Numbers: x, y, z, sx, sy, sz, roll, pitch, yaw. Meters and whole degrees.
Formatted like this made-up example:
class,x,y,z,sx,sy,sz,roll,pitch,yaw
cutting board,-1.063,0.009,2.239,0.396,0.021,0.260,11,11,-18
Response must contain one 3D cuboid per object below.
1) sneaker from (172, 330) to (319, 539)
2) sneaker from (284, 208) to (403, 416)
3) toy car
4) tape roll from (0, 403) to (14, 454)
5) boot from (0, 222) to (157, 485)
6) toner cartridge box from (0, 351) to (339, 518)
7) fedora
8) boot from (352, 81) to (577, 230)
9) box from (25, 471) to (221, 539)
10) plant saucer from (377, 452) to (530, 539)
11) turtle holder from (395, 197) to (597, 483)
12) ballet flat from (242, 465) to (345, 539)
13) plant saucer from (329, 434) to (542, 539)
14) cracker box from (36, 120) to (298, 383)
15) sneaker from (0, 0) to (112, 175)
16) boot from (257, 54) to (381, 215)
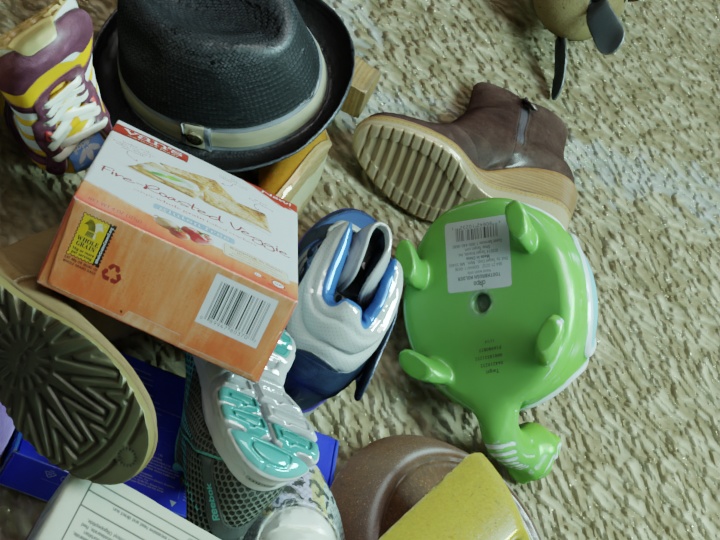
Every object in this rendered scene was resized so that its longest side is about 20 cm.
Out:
class,x,y,z,sx,sy,sz,roll,pitch,yaw
sneaker,-0.084,0.085,0.850,0.077,0.092,0.200,24,21,-18
sneaker,0.000,0.000,0.976,0.080,0.147,0.201,33,47,-7
toy car,0.217,-0.256,1.304,0.157,0.164,0.202,20,59,-18
tape roll,-0.294,0.062,0.803,0.198,0.066,0.202,18,50,-22
boot,-0.148,0.032,0.836,0.175,0.066,0.200,44,16,9
toner cartridge box,-0.115,0.118,0.889,0.199,0.043,0.096,24,47,-16
fedora,-0.104,-0.167,1.017,0.198,0.092,0.202,-2,60,3
boot,0.088,-0.105,1.182,0.199,0.073,0.167,25,36,-13
box,-0.148,0.226,0.743,0.127,0.109,0.201,32,47,-9
plant saucer,0.060,0.241,0.827,0.200,0.048,0.202,-36,112,-38
turtle holder,0.116,0.042,1.027,0.131,0.141,0.186,11,44,-60
ballet flat,-0.035,0.200,0.823,0.071,0.072,0.202,10,71,-26
plant saucer,0.060,0.197,0.919,0.199,0.034,0.202,23,52,-34
cracker box,-0.107,-0.019,0.854,0.133,0.058,0.200,25,14,-10
sneaker,-0.190,-0.110,0.911,0.075,0.200,0.091,-34,96,-11
boot,-0.084,-0.121,1.080,0.143,0.071,0.202,27,53,4
